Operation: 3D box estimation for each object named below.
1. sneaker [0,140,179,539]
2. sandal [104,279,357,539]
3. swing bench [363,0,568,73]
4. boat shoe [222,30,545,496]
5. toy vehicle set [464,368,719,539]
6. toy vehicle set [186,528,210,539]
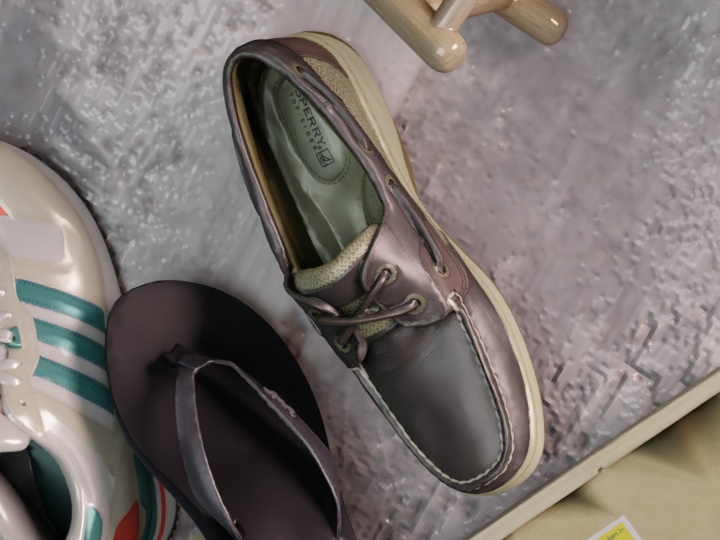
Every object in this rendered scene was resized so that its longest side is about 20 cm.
[{"bbox_3d":[-0.143,0.039,0.881,0.070,0.093,0.200,-19,92,25],"label":"sneaker"},{"bbox_3d":[-0.038,0.084,0.838,0.200,0.076,0.043,61,161,19],"label":"sandal"},{"bbox_3d":[0.028,-0.210,0.743,0.200,0.130,0.199,39,113,13],"label":"swing bench"},{"bbox_3d":[0.000,-0.001,0.819,0.072,0.066,0.201,-31,79,29],"label":"boat shoe"},{"bbox_3d":[0.105,0.136,0.820,0.200,0.027,0.124,-37,84,25],"label":"toy vehicle set"},{"bbox_3d":[-0.033,0.213,0.883,0.200,0.027,0.124,51,131,8],"label":"toy vehicle set"}]
